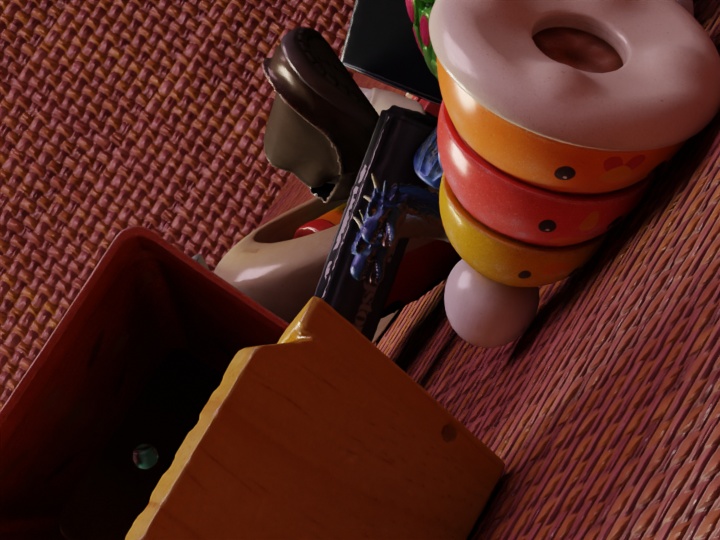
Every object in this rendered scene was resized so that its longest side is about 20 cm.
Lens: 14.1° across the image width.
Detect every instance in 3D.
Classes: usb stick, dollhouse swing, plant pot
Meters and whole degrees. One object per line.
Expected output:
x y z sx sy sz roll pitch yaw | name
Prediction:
0.000 0.000 1.696 0.055 0.032 0.201 17 -86 -59 | usb stick
-0.061 0.142 1.323 0.175 0.182 0.201 -6 47 56 | dollhouse swing
-0.091 0.121 1.585 0.200 0.199 0.176 -56 -5 -6 | plant pot

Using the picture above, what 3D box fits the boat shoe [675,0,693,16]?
0.110 -0.097 1.535 0.200 0.066 0.070 134 132 -60 | boat shoe

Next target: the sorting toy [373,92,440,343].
0.043 -0.073 2.052 0.199 0.069 0.200 -54 6 18 | sorting toy

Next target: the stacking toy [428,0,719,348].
0.088 -0.042 1.437 0.146 0.145 0.201 -63 -10 -51 | stacking toy

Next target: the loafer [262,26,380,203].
-0.023 -0.080 1.748 0.071 0.073 0.200 -35 -23 2 | loafer

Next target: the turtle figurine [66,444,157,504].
-0.121 0.158 1.750 0.100 0.200 0.150 -2 43 37 | turtle figurine

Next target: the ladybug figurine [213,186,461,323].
-0.001 -0.010 1.834 0.199 0.072 0.135 -28 16 -30 | ladybug figurine

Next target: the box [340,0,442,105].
0.095 -0.222 1.795 0.197 0.123 0.201 -42 -29 -60 | box

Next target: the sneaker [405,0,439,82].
0.085 -0.174 1.653 0.083 0.077 0.200 -9 -31 -28 | sneaker

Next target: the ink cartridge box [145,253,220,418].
-0.081 0.086 1.789 0.043 0.174 0.200 -30 6 6 | ink cartridge box

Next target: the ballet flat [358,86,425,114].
-0.011 -0.095 1.972 0.070 0.069 0.200 -57 12 -9 | ballet flat

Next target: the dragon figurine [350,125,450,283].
0.070 -0.066 1.655 0.200 0.099 0.059 -58 7 -20 | dragon figurine
